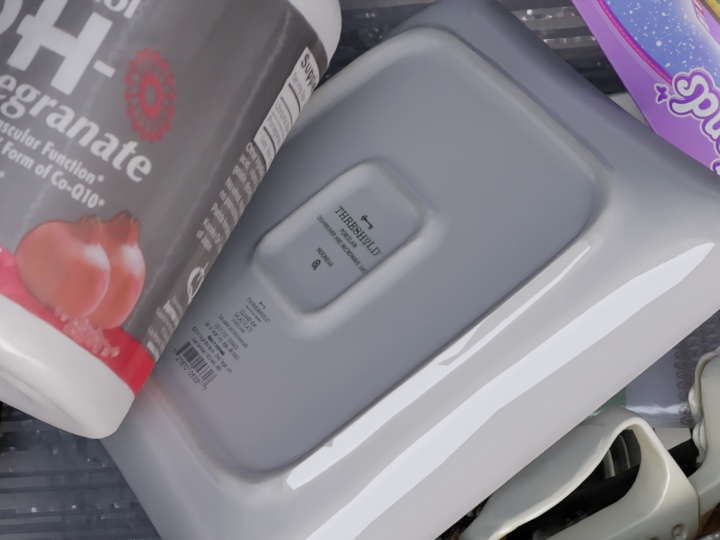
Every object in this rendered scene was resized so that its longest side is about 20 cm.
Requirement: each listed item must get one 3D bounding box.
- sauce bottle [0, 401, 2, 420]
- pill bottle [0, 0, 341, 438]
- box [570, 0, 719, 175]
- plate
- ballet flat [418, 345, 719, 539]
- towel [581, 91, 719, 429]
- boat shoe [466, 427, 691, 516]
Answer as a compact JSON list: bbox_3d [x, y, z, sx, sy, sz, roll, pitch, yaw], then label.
[{"bbox_3d":[-0.162,0.031,0.847,0.064,0.065,0.201,5,87,8],"label":"sauce bottle"},{"bbox_3d":[-0.074,-0.060,0.689,0.110,0.111,0.201,27,78,8],"label":"pill bottle"},{"bbox_3d":[0.138,-0.100,0.712,0.136,0.039,0.201,-32,86,16],"label":"box"},{"bbox_3d":[0.000,0.000,0.706,0.200,0.032,0.200,-39,39,-3],"label":"plate"},{"bbox_3d":[0.101,0.067,0.676,0.199,0.068,0.069,-23,115,-22],"label":"ballet flat"},{"bbox_3d":[0.144,-0.014,0.779,0.199,0.031,0.150,-5,49,4],"label":"towel"},{"bbox_3d":[0.072,0.083,0.758,0.063,0.201,0.071,17,128,-23],"label":"boat shoe"}]
